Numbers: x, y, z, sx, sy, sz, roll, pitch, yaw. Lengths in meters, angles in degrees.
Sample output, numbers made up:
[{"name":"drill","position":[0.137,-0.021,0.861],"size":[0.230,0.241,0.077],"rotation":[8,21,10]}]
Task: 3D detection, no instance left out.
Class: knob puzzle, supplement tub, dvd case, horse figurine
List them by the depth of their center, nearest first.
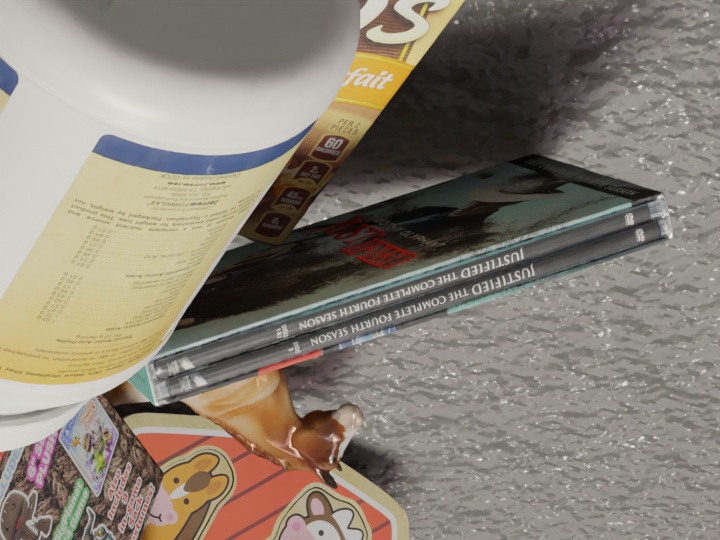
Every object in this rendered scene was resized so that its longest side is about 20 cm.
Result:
[{"name":"supplement tub","position":[-0.103,-0.045,0.939],"size":[0.144,0.145,0.200],"rotation":[12,138,-26]},{"name":"dvd case","position":[0.000,0.000,1.081],"size":[0.199,0.146,0.022],"rotation":[-17,102,-12]},{"name":"horse figurine","position":[-0.080,0.023,1.189],"size":[0.199,0.050,0.133],"rotation":[7,135,-22]},{"name":"knob puzzle","position":[-0.056,0.151,1.263],"size":[0.219,0.221,0.030],"rotation":[11,168,-24]}]

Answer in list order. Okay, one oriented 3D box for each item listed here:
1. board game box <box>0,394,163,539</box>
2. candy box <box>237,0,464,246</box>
[{"name":"board game box","position":[-0.195,0.064,1.132],"size":[0.159,0.097,0.200],"rotation":[6,150,24]},{"name":"candy box","position":[-0.037,-0.098,1.031],"size":[0.115,0.055,0.200],"rotation":[14,138,-25]}]
